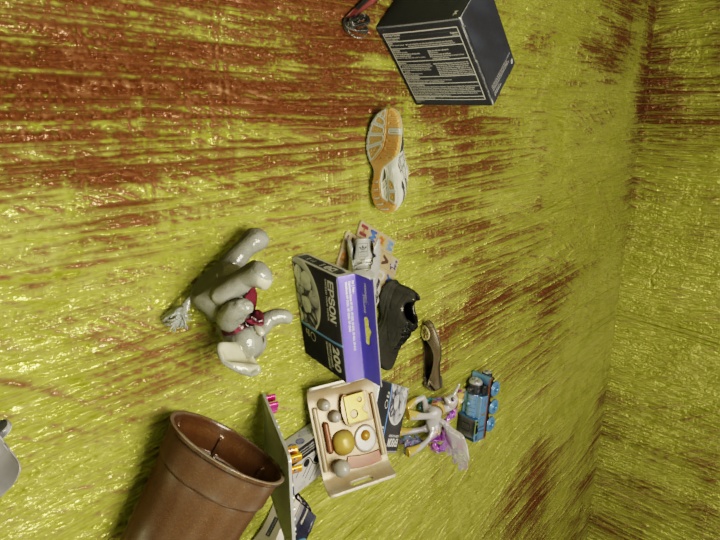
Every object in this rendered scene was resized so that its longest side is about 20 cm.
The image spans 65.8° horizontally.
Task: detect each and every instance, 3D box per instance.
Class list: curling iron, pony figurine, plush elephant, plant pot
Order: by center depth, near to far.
[{"bbox_3d":[-0.245,0.351,0.827,0.200,0.198,0.201,38,79,-47],"label":"plant pot"},{"bbox_3d":[-0.178,0.068,0.848,0.199,0.165,0.156,-38,118,0],"label":"plush elephant"},{"bbox_3d":[0.028,-0.497,1.030,0.049,0.026,0.202,37,63,-9],"label":"curling iron"},{"bbox_3d":[0.186,0.393,1.392,0.195,0.165,0.199,-9,106,-30],"label":"pony figurine"}]

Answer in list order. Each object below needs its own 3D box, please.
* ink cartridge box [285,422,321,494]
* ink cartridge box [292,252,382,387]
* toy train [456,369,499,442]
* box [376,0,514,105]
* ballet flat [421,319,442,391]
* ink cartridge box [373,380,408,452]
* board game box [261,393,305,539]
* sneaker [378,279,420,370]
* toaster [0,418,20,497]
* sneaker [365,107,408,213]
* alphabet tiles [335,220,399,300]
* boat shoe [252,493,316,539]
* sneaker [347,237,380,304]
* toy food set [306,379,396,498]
[{"bbox_3d":[-0.079,0.351,1.127,0.198,0.043,0.097,-25,119,-45],"label":"ink cartridge box"},{"bbox_3d":[-0.043,0.088,0.976,0.043,0.198,0.204,-20,115,-34],"label":"ink cartridge box"},{"bbox_3d":[0.343,0.392,1.616,0.112,0.086,0.206,-4,104,-43],"label":"toy train"},{"bbox_3d":[0.170,-0.440,1.084,0.125,0.197,0.199,-60,138,-17],"label":"box"},{"bbox_3d":[0.172,0.218,1.388,0.045,0.068,0.205,-14,118,-12],"label":"ballet flat"},{"bbox_3d":[0.041,0.345,1.212,0.198,0.042,0.206,35,65,-63],"label":"ink cartridge box"},{"bbox_3d":[-0.131,0.344,0.946,0.025,0.200,0.206,-7,110,-19],"label":"board game box"},{"bbox_3d":[0.079,0.128,1.216,0.075,0.089,0.206,-14,116,-51],"label":"sneaker"},{"bbox_3d":[-0.453,0.187,0.528,0.200,0.178,0.121,-46,133,-32],"label":"toaster"},{"bbox_3d":[0.060,-0.224,1.127,0.087,0.074,0.206,-32,128,-58],"label":"sneaker"},{"bbox_3d":[0.015,-0.003,1.170,0.198,0.006,0.171,25,81,-50],"label":"alphabet tiles"},{"bbox_3d":[-0.156,0.529,1.059,0.202,0.074,0.093,-56,129,-24],"label":"boat shoe"},{"bbox_3d":[0.000,0.000,1.052,0.200,0.073,0.119,-46,134,-80],"label":"sneaker"},{"bbox_3d":[-0.016,0.311,1.068,0.140,0.060,0.206,-10,86,-20],"label":"toy food set"}]
